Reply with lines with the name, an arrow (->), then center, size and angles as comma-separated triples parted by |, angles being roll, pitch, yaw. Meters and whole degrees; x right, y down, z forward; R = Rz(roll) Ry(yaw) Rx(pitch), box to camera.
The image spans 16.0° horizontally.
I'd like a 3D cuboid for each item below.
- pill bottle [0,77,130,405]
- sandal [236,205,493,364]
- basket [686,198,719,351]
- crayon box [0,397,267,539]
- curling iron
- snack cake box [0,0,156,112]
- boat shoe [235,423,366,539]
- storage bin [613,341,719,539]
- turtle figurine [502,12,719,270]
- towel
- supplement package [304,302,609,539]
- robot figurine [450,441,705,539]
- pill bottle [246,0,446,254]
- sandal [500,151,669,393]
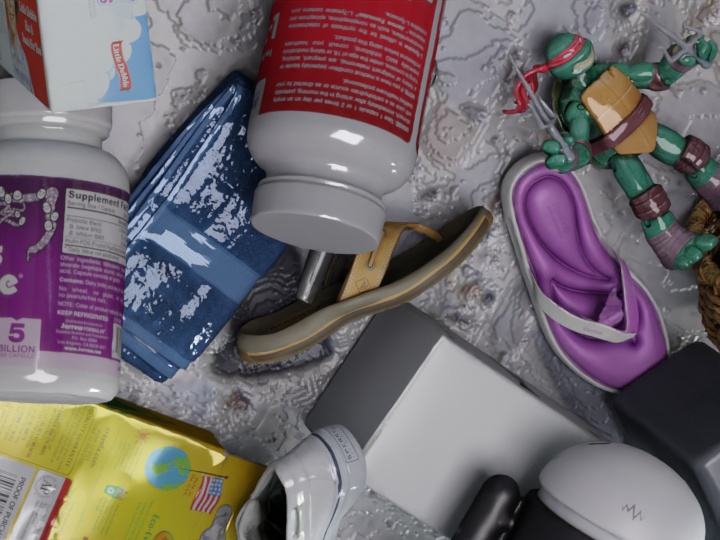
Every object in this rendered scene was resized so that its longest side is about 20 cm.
pill bottle -> -0.205, -0.018, 1.633 | 0.112, 0.112, 0.201 | 4, 82, -18
sandal -> 0.000, 0.000, 1.743 | 0.199, 0.080, 0.054 | -26, 102, -5
basket -> 0.305, -0.021, 1.763 | 0.142, 0.200, 0.150 | -11, 110, -13
crayon box -> -0.179, 0.151, 1.736 | 0.199, 0.051, 0.127 | 23, 96, -20
curling iron -> 0.003, -0.070, 1.718 | 0.050, 0.025, 0.201 | 34, 75, -47
snack cake box -> -0.184, -0.173, 1.569 | 0.067, 0.200, 0.116 | -8, 107, -16
boat shoe -> -0.054, 0.169, 1.725 | 0.067, 0.074, 0.200 | -18, 149, -26
storage bin -> 0.255, 0.145, 1.790 | 0.145, 0.200, 0.135 | -34, 111, -6
turtle figurine -> 0.184, -0.104, 1.755 | 0.150, 0.101, 0.200 | -44, 107, -9
towel -> -0.106, -0.027, 1.714 | 0.112, 0.049, 0.200 | 38, 90, -23
supplement package -> 0.082, 0.125, 1.775 | 0.200, 0.117, 0.118 | 34, 93, -23
robot figurine -> 0.145, 0.210, 1.692 | 0.150, 0.125, 0.201 | 20, 100, -45
pill bottle -> -0.011, -0.118, 1.650 | 0.112, 0.112, 0.201 | 17, 74, -20
sandal -> 0.158, 0.011, 1.805 | 0.082, 0.050, 0.203 | -36, 112, -5
